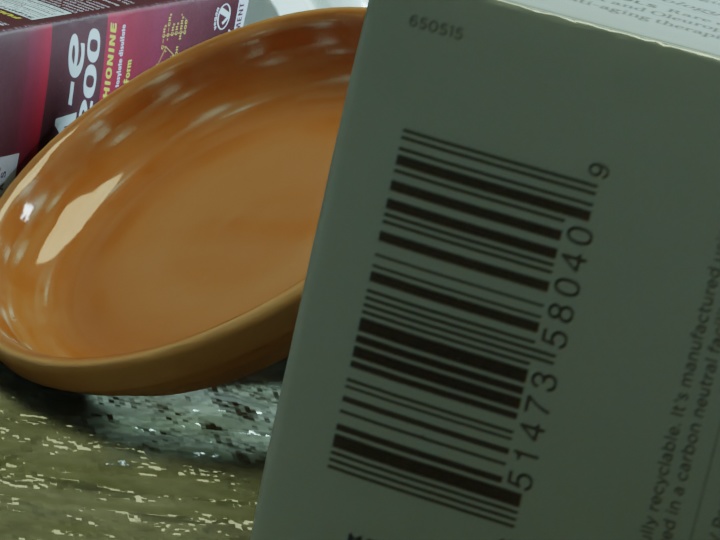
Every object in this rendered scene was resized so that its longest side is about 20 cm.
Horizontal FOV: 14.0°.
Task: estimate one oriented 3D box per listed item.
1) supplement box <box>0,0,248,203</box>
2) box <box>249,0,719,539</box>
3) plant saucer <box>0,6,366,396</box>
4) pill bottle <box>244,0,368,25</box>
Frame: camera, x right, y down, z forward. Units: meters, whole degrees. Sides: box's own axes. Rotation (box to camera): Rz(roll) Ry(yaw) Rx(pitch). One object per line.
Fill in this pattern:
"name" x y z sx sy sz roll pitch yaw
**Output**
"supplement box" -0.125 -0.063 1.193 0.061 0.109 0.200 18 18 23
"box" 0.098 0.013 0.903 0.200 0.199 0.171 17 16 14
"plant saucer" -0.048 -0.021 1.060 0.200 0.037 0.200 -20 33 13
"pill bottle" -0.017 -0.114 1.438 0.112 0.112 0.200 19 17 27
